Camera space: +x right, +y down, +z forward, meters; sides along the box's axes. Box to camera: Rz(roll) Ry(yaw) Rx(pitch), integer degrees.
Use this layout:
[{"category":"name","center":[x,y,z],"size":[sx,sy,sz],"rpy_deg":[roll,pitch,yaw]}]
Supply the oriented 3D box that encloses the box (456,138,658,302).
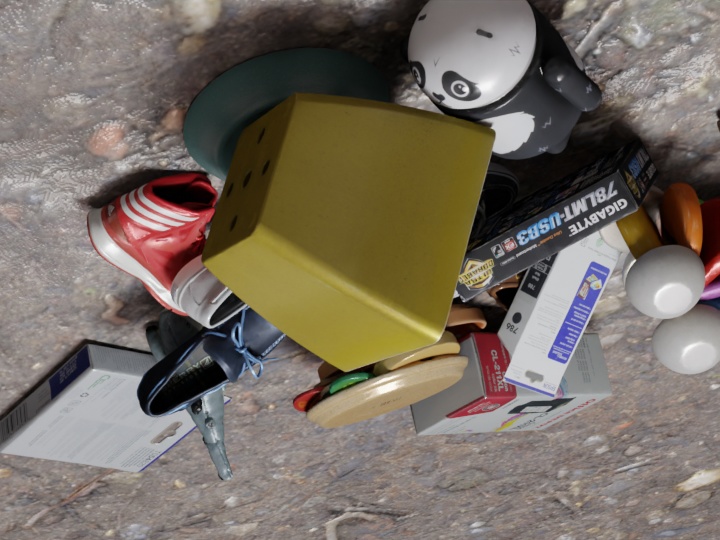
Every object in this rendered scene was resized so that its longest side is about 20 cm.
[{"category":"box","center":[0.193,-0.054,1.713],"size":[0.198,0.050,0.200],"rpy_deg":[-30,-176,19]}]

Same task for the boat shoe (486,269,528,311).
[{"category":"boat shoe","center":[0.186,0.028,1.923],"size":[0.072,0.068,0.200],"rpy_deg":[-28,147,21]}]

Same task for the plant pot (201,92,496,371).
[{"category":"plant pot","center":[-0.024,-0.047,1.501],"size":[0.176,0.201,0.200],"rpy_deg":[23,160,-19]}]

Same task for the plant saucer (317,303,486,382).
[{"category":"plant saucer","center":[0.045,0.081,1.936],"size":[0.199,0.032,0.200],"rpy_deg":[-19,168,-4]}]

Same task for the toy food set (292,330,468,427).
[{"category":"toy food set","center":[0.025,0.125,1.904],"size":[0.197,0.049,0.200],"rpy_deg":[-21,169,6]}]

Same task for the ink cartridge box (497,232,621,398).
[{"category":"ink cartridge box","center":[0.213,0.034,1.868],"size":[0.099,0.039,0.201],"rpy_deg":[22,94,-45]}]

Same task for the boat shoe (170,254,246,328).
[{"category":"boat shoe","center":[-0.090,-0.009,1.684],"size":[0.199,0.069,0.072],"rpy_deg":[-29,147,-30]}]

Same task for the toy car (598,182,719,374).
[{"category":"toy car","center":[0.347,-0.007,1.796],"size":[0.149,0.175,0.200],"rpy_deg":[-25,128,8]}]

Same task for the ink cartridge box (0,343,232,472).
[{"category":"ink cartridge box","center":[-0.283,0.161,1.962],"size":[0.199,0.041,0.199],"rpy_deg":[17,137,-41]}]

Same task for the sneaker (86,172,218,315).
[{"category":"sneaker","center":[-0.164,-0.025,1.682],"size":[0.115,0.079,0.200],"rpy_deg":[-28,148,23]}]

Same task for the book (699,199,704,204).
[{"category":"book","center":[0.419,0.005,1.887],"size":[0.048,0.199,0.134],"rpy_deg":[-51,163,-31]}]

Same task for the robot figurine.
[{"category":"robot figurine","center":[0.124,-0.173,1.520],"size":[0.150,0.125,0.200],"rpy_deg":[-27,147,20]}]

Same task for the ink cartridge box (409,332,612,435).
[{"category":"ink cartridge box","center":[0.177,0.134,2.036],"size":[0.199,0.083,0.146],"rpy_deg":[2,157,-34]}]

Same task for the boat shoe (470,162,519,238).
[{"category":"boat shoe","center":[0.092,-0.057,1.700],"size":[0.199,0.068,0.072],"rpy_deg":[-12,125,-38]}]

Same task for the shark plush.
[{"category":"shark plush","center":[-0.184,0.131,1.839],"size":[0.090,0.201,0.083],"rpy_deg":[-4,-168,-2]}]

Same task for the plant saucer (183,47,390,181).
[{"category":"plant saucer","center":[-0.065,-0.129,1.597],"size":[0.199,0.036,0.200],"rpy_deg":[-10,148,-6]}]

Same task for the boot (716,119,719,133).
[{"category":"boot","center":[0.478,-0.120,1.779],"size":[0.155,0.077,0.200],"rpy_deg":[-24,121,20]}]

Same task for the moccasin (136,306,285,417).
[{"category":"moccasin","center":[-0.139,0.092,1.756],"size":[0.200,0.068,0.081],"rpy_deg":[-41,107,6]}]

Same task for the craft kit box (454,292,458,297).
[{"category":"craft kit box","center":[0.000,0.000,1.826],"size":[0.199,0.049,0.198],"rpy_deg":[-23,145,13]}]
